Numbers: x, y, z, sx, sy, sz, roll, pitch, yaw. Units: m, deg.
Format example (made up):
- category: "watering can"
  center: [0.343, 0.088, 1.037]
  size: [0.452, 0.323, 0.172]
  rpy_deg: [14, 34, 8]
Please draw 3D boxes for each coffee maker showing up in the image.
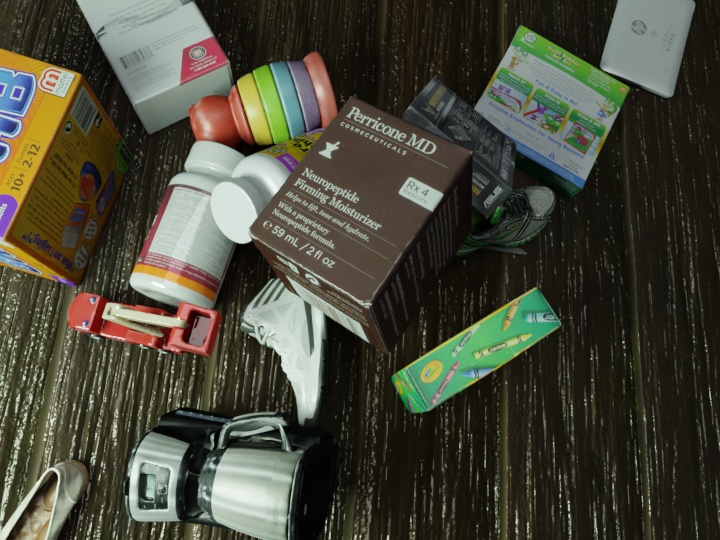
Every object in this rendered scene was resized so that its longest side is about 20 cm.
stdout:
- category: "coffee maker"
  center: [-0.135, 0.237, 0.660]
  size: [0.196, 0.193, 0.137]
  rpy_deg: [5, 67, 14]

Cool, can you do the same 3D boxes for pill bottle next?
- category: "pill bottle"
  center: [-0.092, -0.106, 0.726]
  size: [0.104, 0.105, 0.200]
  rpy_deg: [44, 42, 7]
- category: "pill bottle"
  center: [-0.210, -0.056, 0.745]
  size: [0.108, 0.110, 0.203]
  rpy_deg: [17, 74, -1]

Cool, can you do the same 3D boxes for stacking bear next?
- category: "stacking bear"
  center: [-0.138, -0.222, 0.802]
  size: [0.197, 0.114, 0.123]
  rpy_deg: [-19, 77, -6]

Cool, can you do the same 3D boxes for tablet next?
- category: "tablet"
  center: [0.477, -0.391, 0.953]
  size: [0.128, 0.014, 0.203]
  rpy_deg: [22, 74, 1]

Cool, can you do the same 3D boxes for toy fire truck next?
- category: "toy fire truck"
  center: [-0.263, 0.063, 0.692]
  size: [0.196, 0.141, 0.050]
  rpy_deg: [13, 74, -2]

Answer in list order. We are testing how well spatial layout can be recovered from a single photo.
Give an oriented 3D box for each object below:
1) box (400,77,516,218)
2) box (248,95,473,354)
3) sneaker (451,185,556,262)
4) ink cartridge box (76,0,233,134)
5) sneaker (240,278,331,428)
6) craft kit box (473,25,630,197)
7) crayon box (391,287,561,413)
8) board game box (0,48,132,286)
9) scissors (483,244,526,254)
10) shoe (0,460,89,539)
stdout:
- category: "box"
  center: [0.128, -0.169, 0.754]
  size: [0.157, 0.048, 0.201]
  rpy_deg: [37, 31, -5]
- category: "box"
  center: [0.011, -0.047, 0.659]
  size: [0.164, 0.165, 0.201]
  rpy_deg: [29, 74, 22]
- category: "sneaker"
  center: [0.194, -0.072, 0.796]
  size: [0.197, 0.085, 0.079]
  rpy_deg: [-22, 74, -19]
- category: "ink cartridge box"
  center: [-0.291, -0.324, 0.822]
  size: [0.144, 0.083, 0.202]
  rpy_deg: [-29, 79, -12]
- category: "sneaker"
  center: [-0.097, 0.103, 0.743]
  size: [0.113, 0.076, 0.204]
  rpy_deg: [-3, 67, 3]
- category: "craft kit box"
  center: [0.283, -0.245, 0.880]
  size: [0.198, 0.049, 0.199]
  rpy_deg: [31, 77, 3]
- category: "crayon box"
  center: [0.141, 0.105, 0.732]
  size: [0.198, 0.119, 0.059]
  rpy_deg: [-29, 79, -12]
- category: "board game box"
  center: [-0.431, -0.124, 0.695]
  size: [0.196, 0.200, 0.203]
  rpy_deg: [16, 74, -1]
- category: "scissors"
  center: [0.141, -0.042, 0.827]
  size: [0.198, 0.014, 0.074]
  rpy_deg: [27, 66, -1]
- category: "shoe"
  center: [-0.388, 0.315, 0.658]
  size: [0.069, 0.053, 0.202]
  rpy_deg: [25, 74, 2]
